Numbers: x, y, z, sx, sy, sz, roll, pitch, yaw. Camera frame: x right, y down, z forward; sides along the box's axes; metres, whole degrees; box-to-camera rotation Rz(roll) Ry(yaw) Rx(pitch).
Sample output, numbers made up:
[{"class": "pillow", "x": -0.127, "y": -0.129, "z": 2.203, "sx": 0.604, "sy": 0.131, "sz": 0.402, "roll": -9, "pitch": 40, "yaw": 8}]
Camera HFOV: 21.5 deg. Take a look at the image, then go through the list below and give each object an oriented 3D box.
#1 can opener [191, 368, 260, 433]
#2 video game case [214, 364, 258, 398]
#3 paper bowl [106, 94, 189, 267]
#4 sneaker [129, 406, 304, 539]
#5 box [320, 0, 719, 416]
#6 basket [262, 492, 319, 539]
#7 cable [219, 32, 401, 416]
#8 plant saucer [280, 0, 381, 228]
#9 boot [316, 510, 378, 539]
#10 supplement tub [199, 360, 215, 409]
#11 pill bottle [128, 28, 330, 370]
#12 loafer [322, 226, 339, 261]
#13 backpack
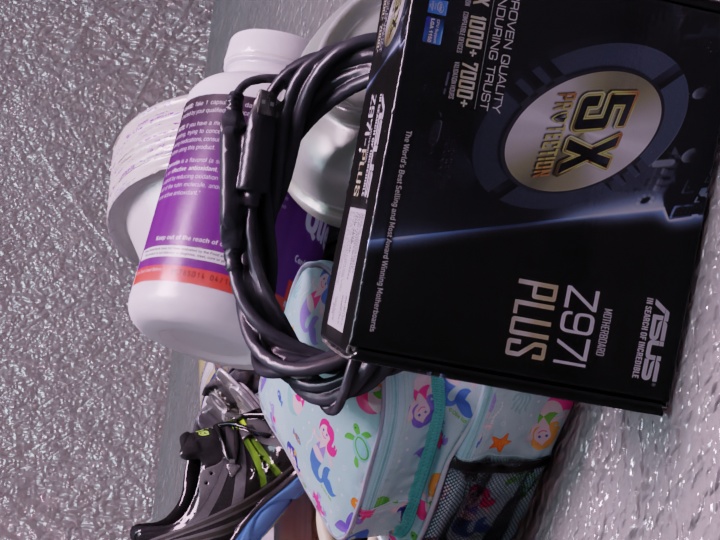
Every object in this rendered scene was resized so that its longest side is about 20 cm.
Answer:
[{"class": "can opener", "x": -0.084, "y": 0.106, "z": 1.372, "sx": 0.067, "sy": 0.053, "sz": 0.200, "roll": -42, "pitch": -8, "yaw": -20}, {"class": "video game case", "x": -0.043, "y": 0.098, "z": 1.393, "sx": 0.018, "sy": 0.142, "sz": 0.201, "roll": -51, "pitch": -32, "yaw": -39}, {"class": "paper bowl", "x": -0.088, "y": -0.037, "z": 1.401, "sx": 0.201, "sy": 0.199, "sz": 0.105, "roll": 117, "pitch": 158, "yaw": -57}, {"class": "sneaker", "x": -0.073, "y": 0.120, "z": 1.235, "sx": 0.200, "sy": 0.083, "sz": 0.071, "roll": -50, "pitch": 5, "yaw": -10}, {"class": "box", "x": 0.080, "y": -0.045, "z": 0.928, "sx": 0.086, "sy": 0.162, "sz": 0.202, "roll": -159, "pitch": 80, "yaw": -79}, {"class": "basket", "x": -0.017, "y": 0.219, "z": 1.309, "sx": 0.201, "sy": 0.122, "sz": 0.136, "roll": -94, "pitch": 18, "yaw": -50}, {"class": "cable", "x": -0.003, "y": -0.023, "z": 1.022, "sx": 0.051, "sy": 0.162, "sz": 0.202, "roll": 20, "pitch": -113, "yaw": -63}, {"class": "plant saucer", "x": 0.029, "y": -0.116, "z": 1.087, "sx": 0.050, "sy": 0.198, "sz": 0.202, "roll": 51, "pitch": -149, "yaw": -45}, {"class": "boot", "x": 0.016, "y": 0.133, "z": 1.223, "sx": 0.075, "sy": 0.107, "sz": 0.201, "roll": -31, "pitch": 39, "yaw": 22}, {"class": "supplement tub", "x": -0.063, "y": 0.084, "z": 1.584, "sx": 0.200, "sy": 0.143, "sz": 0.146, "roll": -102, "pitch": 24, "yaw": -63}, {"class": "pill bottle", "x": -0.071, "y": -0.046, "z": 1.204, "sx": 0.112, "sy": 0.111, "sz": 0.202, "roll": 134, "pitch": 152, "yaw": -71}, {"class": "loafer", "x": 0.000, "y": 0.000, "z": 1.332, "sx": 0.070, "sy": 0.200, "sz": 0.068, "roll": 43, "pitch": 111, "yaw": 35}, {"class": "backpack", "x": 0.038, "y": 0.055, "z": 1.100, "sx": 0.178, "sy": 0.149, "sz": 0.201, "roll": 57, "pitch": 132, "yaw": 42}]
